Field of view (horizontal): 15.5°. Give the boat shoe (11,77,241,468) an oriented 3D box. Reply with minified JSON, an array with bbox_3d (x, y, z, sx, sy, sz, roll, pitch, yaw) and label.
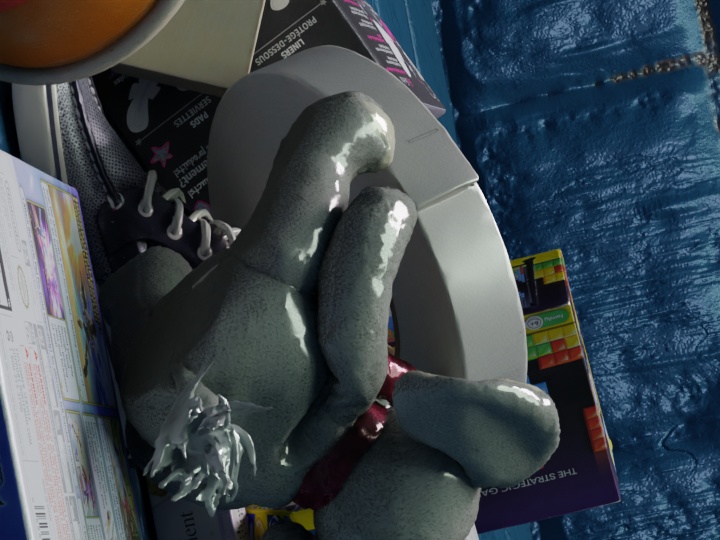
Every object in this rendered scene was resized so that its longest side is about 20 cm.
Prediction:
[{"bbox_3d":[-0.088,-0.016,1.173,0.075,0.092,0.201,-80,156,-71],"label":"boat shoe"}]

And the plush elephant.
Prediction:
[{"bbox_3d":[-0.009,0.057,1.050,0.155,0.165,0.200,39,28,-22],"label":"plush elephant"}]

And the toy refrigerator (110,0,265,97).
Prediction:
[{"bbox_3d":[-0.067,-0.186,1.230,0.076,0.070,0.201,-166,-92,-83],"label":"toy refrigerator"}]

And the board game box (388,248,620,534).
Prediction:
[{"bbox_3d":[0.042,0.086,1.575,0.057,0.199,0.166,-95,169,-52],"label":"board game box"}]

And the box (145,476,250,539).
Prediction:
[{"bbox_3d":[-0.083,0.081,1.257,0.039,0.041,0.201,34,46,-82],"label":"box"}]

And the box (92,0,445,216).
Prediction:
[{"bbox_3d":[-0.045,-0.090,1.372,0.115,0.132,0.200,54,7,4],"label":"box"}]

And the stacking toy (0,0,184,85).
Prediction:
[{"bbox_3d":[-0.152,-0.152,0.921,0.200,0.145,0.147,14,62,-62],"label":"stacking toy"}]

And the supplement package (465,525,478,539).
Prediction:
[{"bbox_3d":[0.017,0.239,1.446,0.200,0.119,0.122,-92,168,-54],"label":"supplement package"}]

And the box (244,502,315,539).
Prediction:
[{"bbox_3d":[-0.019,0.140,1.287,0.200,0.070,0.065,160,-82,-75],"label":"box"}]

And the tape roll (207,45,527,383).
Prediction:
[{"bbox_3d":[0.000,0.000,1.173,0.203,0.037,0.204,42,-35,39],"label":"tape roll"}]

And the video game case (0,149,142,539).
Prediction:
[{"bbox_3d":[-0.125,0.060,0.956,0.181,0.045,0.201,34,44,-81],"label":"video game case"}]
